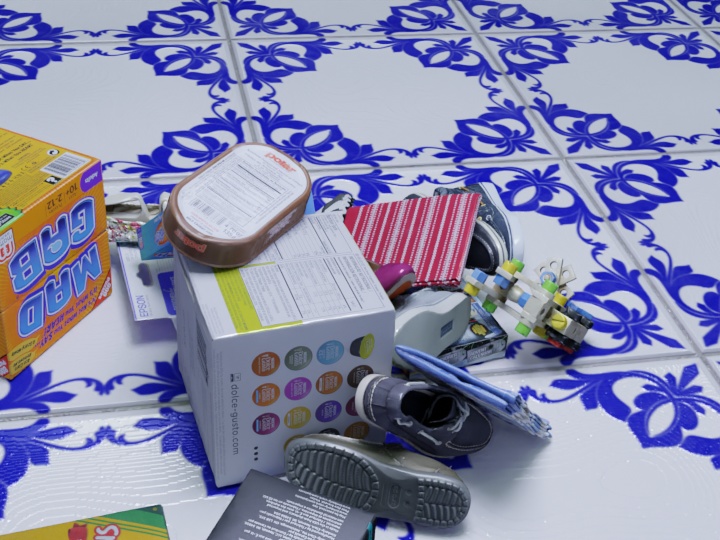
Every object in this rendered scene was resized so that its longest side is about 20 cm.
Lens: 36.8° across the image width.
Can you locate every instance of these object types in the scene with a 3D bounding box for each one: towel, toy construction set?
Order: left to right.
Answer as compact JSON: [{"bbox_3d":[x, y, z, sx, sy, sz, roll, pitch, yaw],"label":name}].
[{"bbox_3d":[0.052,-0.033,1.387,0.199,0.023,0.145,-5,52,29],"label":"towel"},{"bbox_3d":[0.128,0.132,1.181,0.146,0.200,0.024,24,83,26],"label":"towel"},{"bbox_3d":[0.222,0.039,1.350,0.131,0.093,0.200,33,19,27],"label":"toy construction set"}]

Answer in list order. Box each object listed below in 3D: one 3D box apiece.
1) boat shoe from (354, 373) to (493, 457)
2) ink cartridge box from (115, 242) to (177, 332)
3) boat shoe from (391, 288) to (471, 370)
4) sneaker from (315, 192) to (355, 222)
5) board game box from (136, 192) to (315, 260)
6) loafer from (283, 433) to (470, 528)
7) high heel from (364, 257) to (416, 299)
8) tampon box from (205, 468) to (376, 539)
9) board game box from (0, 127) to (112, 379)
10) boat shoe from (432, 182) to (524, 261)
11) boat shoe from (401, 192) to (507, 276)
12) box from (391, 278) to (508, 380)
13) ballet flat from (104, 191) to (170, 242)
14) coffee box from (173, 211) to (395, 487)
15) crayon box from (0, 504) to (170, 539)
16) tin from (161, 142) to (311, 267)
[{"bbox_3d":[0.083,0.158,1.146,0.199,0.073,0.062,24,-15,-40],"label":"boat shoe"},{"bbox_3d":[-0.208,0.009,1.408,0.198,0.044,0.199,-7,36,-16],"label":"ink cartridge box"},{"bbox_3d":[0.061,0.064,1.258,0.071,0.071,0.200,12,16,27],"label":"boat shoe"},{"bbox_3d":[-0.065,-0.053,1.492,0.090,0.067,0.201,13,39,8],"label":"sneaker"},{"bbox_3d":[-0.167,-0.057,1.309,0.151,0.045,0.200,-7,-7,-30],"label":"board game box"},{"bbox_3d":[0.017,0.217,1.134,0.199,0.076,0.070,17,13,2],"label":"loafer"},{"bbox_3d":[0.000,0.000,1.272,0.067,0.200,0.097,-27,86,-26],"label":"high heel"},{"bbox_3d":[-0.083,0.304,0.921,0.125,0.151,0.200,16,37,15],"label":"tampon box"},{"bbox_3d":[-0.444,-0.032,1.304,0.199,0.201,0.200,18,38,18],"label":"board game box"},{"bbox_3d":[0.165,-0.062,1.534,0.090,0.071,0.201,-4,30,-10],"label":"boat shoe"},{"bbox_3d":[0.113,-0.043,1.429,0.062,0.075,0.200,-23,40,-33],"label":"boat shoe"},{"bbox_3d":[0.081,0.050,1.388,0.136,0.040,0.200,-12,39,-21],"label":"box"},{"bbox_3d":[-0.279,-0.071,1.427,0.198,0.064,0.076,-2,32,-10],"label":"ballet flat"},{"bbox_3d":[-0.088,0.079,1.190,0.196,0.201,0.200,-9,36,-18],"label":"coffee box"},{"bbox_3d":[-0.270,0.295,0.998,0.198,0.051,0.127,-9,38,-17],"label":"crayon box"},{"bbox_3d":[-0.130,-0.075,1.174,0.112,0.042,0.200,37,42,7],"label":"tin"}]
